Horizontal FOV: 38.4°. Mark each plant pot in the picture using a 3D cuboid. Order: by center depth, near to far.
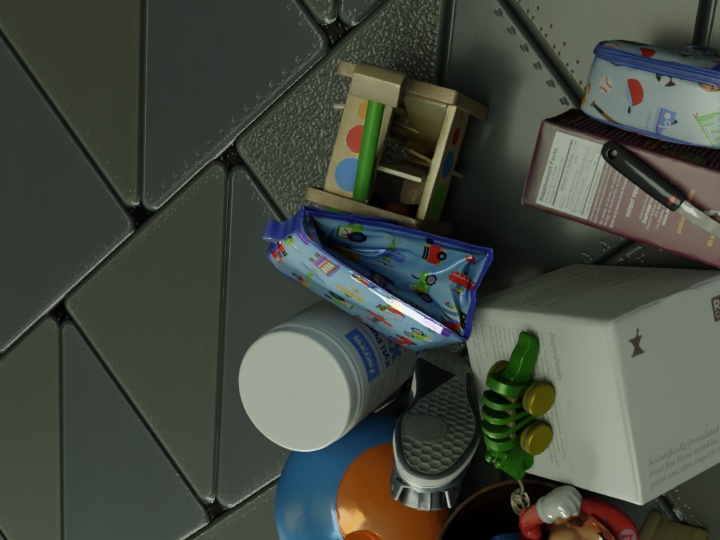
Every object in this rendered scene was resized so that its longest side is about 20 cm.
[{"bbox_3d":[0.157,0.329,1.074,0.187,0.200,0.187,1,68,-2],"label":"plant pot"}]

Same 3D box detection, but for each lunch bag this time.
[{"bbox_3d":[0.293,-0.150,0.886,0.160,0.200,0.076,20,110,33],"label":"lunch bag"},{"bbox_3d":[0.000,0.000,0.982,0.200,0.151,0.094,21,77,-12],"label":"lunch bag"}]

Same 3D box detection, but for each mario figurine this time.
[{"bbox_3d":[0.158,0.267,0.930,0.200,0.124,0.106,-17,59,-3],"label":"mario figurine"}]

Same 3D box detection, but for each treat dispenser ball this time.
[{"bbox_3d":[0.006,0.256,1.128,0.201,0.201,0.201,7,107,23],"label":"treat dispenser ball"}]

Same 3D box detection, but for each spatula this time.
[{"bbox_3d":[0.289,-0.048,0.888,0.200,0.021,0.057,39,118,11],"label":"spatula"}]

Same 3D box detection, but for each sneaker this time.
[{"bbox_3d":[0.065,0.183,0.961,0.077,0.202,0.146,11,114,6],"label":"sneaker"}]

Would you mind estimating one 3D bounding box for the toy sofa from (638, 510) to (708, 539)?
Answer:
[{"bbox_3d":[0.298,0.361,1.089,0.097,0.083,0.200,11,109,27],"label":"toy sofa"}]

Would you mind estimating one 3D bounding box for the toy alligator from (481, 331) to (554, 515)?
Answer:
[{"bbox_3d":[0.132,0.149,0.927,0.059,0.054,0.200,32,131,47],"label":"toy alligator"}]

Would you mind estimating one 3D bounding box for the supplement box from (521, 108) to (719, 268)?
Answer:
[{"bbox_3d":[0.265,-0.080,0.965,0.200,0.110,0.086,20,111,19],"label":"supplement box"}]

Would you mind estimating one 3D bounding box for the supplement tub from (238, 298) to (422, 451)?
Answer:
[{"bbox_3d":[-0.025,0.096,1.098,0.132,0.200,0.132,7,107,23],"label":"supplement tub"}]

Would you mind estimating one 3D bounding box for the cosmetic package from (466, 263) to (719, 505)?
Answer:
[{"bbox_3d":[0.228,0.094,0.959,0.200,0.165,0.165,5,109,57],"label":"cosmetic package"}]

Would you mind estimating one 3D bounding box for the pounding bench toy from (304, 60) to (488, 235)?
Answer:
[{"bbox_3d":[0.022,-0.110,1.002,0.124,0.200,0.156,19,97,19],"label":"pounding bench toy"}]
